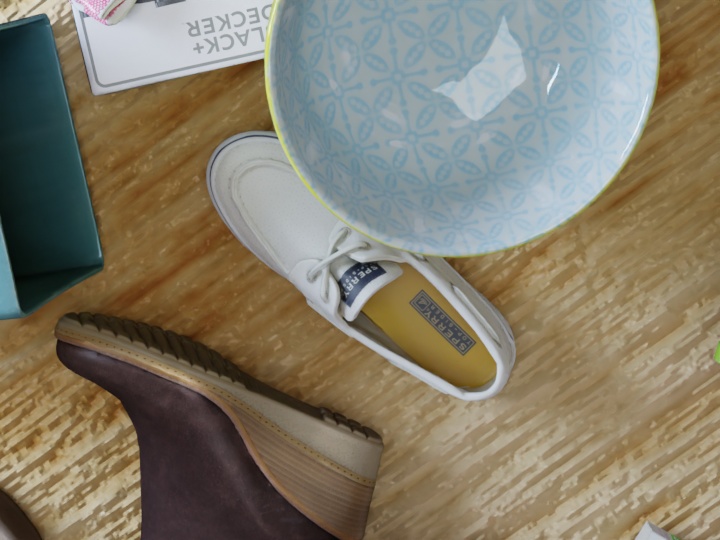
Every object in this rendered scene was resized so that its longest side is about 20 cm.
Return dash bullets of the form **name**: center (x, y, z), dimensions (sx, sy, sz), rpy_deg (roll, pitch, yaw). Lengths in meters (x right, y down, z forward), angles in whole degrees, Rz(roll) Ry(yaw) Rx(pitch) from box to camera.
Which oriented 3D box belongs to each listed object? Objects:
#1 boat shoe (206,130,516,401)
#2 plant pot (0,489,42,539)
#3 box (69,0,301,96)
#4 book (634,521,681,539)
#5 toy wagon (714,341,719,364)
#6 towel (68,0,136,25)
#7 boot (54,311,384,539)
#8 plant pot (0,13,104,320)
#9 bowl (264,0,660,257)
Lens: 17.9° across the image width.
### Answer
- **boat shoe**: center (0.000, 0.000, 1.210), dimensions (0.200, 0.070, 0.071), rpy_deg (42, 99, -4)
- **plant pot**: center (-0.271, 0.208, 1.206), dimensions (0.200, 0.175, 0.201), rpy_deg (1, 99, 4)
- **box**: center (-0.103, -0.200, 1.188), dimensions (0.116, 0.060, 0.201), rpy_deg (-11, 99, 5)
- **book**: center (0.211, 0.244, 1.252), dimensions (0.200, 0.048, 0.134), rpy_deg (30, 97, -3)
- **toy wagon**: center (0.221, -0.012, 1.131), dimensions (0.039, 0.200, 0.156), rpy_deg (13, 99, -1)
- **towel**: center (-0.164, -0.235, 1.141), dimensions (0.200, 0.030, 0.147), rpy_deg (35, 99, -2)
- **boot**: center (-0.101, 0.129, 1.234), dimensions (0.200, 0.072, 0.167), rpy_deg (26, 97, -5)
- **plant pot**: center (-0.260, -0.041, 1.186), dimensions (0.199, 0.141, 0.142), rpy_deg (-9, 99, 12)
- **bowl**: center (0.044, -0.117, 1.162), dimensions (0.199, 0.108, 0.201), rpy_deg (-2, 108, -8)
